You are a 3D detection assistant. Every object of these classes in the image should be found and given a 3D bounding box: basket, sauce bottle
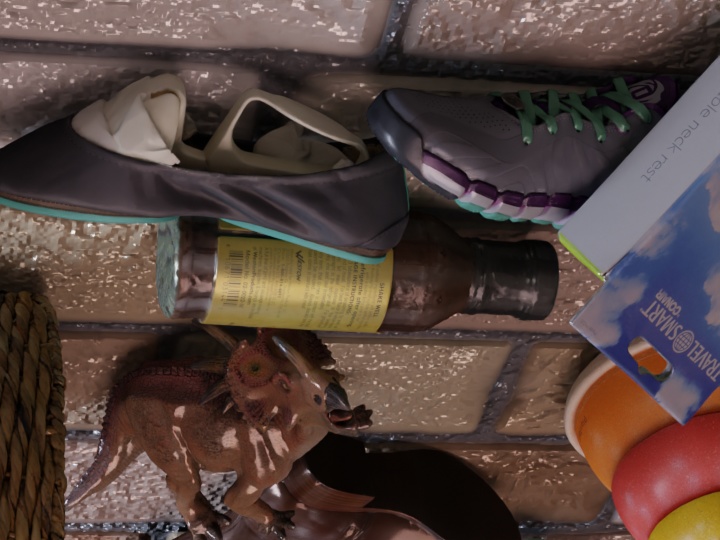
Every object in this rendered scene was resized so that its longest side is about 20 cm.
[{"bbox_3d":[-0.223,0.104,0.925,0.148,0.201,0.143,7,141,-19],"label":"basket"},{"bbox_3d":[0.000,0.000,0.950,0.198,0.065,0.065,5,140,-16],"label":"sauce bottle"}]

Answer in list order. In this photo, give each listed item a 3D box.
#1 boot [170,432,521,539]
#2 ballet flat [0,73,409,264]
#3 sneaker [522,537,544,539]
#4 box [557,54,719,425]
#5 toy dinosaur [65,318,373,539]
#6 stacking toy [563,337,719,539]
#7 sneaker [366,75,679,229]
[{"bbox_3d":[-0.027,0.178,1.173,0.185,0.065,0.200,26,131,-30],"label":"boot"},{"bbox_3d":[-0.071,-0.053,0.877,0.198,0.074,0.073,9,139,-12],"label":"ballet flat"},{"bbox_3d":[0.068,0.249,1.267,0.138,0.078,0.201,-10,142,0],"label":"sneaker"},{"bbox_3d":[0.182,-0.035,0.897,0.200,0.048,0.122,-47,134,5],"label":"box"},{"bbox_3d":[-0.078,0.073,1.017,0.198,0.086,0.136,-8,137,21],"label":"toy dinosaur"},{"bbox_3d":[0.197,0.139,1.055,0.144,0.201,0.147,-5,143,-4],"label":"stacking toy"},{"bbox_3d":[0.094,-0.067,0.898,0.199,0.075,0.088,16,117,-38],"label":"sneaker"}]
